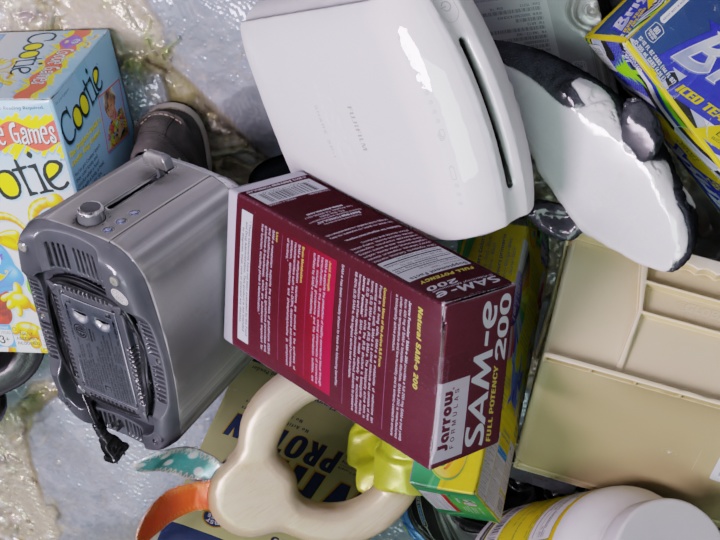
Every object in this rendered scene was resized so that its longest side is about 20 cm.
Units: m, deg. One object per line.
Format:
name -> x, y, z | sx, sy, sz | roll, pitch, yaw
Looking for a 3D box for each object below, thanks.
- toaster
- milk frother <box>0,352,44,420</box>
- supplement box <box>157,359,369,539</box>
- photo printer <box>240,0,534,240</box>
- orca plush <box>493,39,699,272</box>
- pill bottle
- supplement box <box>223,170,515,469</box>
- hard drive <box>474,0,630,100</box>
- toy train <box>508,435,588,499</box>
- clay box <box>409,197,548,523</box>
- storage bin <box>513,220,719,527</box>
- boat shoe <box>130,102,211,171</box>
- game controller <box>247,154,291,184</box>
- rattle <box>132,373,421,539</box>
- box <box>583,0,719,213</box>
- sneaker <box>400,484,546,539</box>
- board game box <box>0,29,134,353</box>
toaster -> -0.133, 0.021, 1.209 | 0.113, 0.129, 0.200 | 18, 134, 33
milk frother -> -0.339, 0.066, 1.342 | 0.180, 0.200, 0.188 | -15, 118, 21
supplement box -> -0.069, 0.203, 1.337 | 0.134, 0.200, 0.200 | 21, 134, 2
photo printer -> 0.020, -0.098, 1.126 | 0.200, 0.069, 0.167 | 4, 119, 57
orca plush -> 0.133, -0.080, 1.129 | 0.200, 0.071, 0.105 | 32, 121, 20
pill bottle -> 0.158, 0.204, 1.238 | 0.112, 0.113, 0.200 | 38, 158, -10
supplement box -> 0.000, 0.025, 1.116 | 0.200, 0.061, 0.109 | 30, 125, 43
hard drive -> 0.083, -0.166, 1.150 | 0.139, 0.038, 0.200 | -5, 123, 20
toy train -> 0.137, 0.142, 1.341 | 0.199, 0.046, 0.034 | 16, 126, 8
clay box -> 0.081, 0.053, 1.191 | 0.047, 0.201, 0.115 | 8, 165, 14
storage bin -> 0.208, 0.078, 1.193 | 0.198, 0.094, 0.200 | 15, 154, 6
boat shoe -> -0.119, -0.020, 1.301 | 0.067, 0.057, 0.200 | -5, 122, 20
game controller -> 0.000, 0.000, 1.296 | 0.104, 0.042, 0.200 | -9, 121, 39
rattle -> -0.057, 0.116, 1.241 | 0.199, 0.143, 0.130 | -22, 119, 1
box -> 0.227, -0.088, 1.125 | 0.070, 0.064, 0.200 | -43, 109, -6
sneaker -> 0.124, 0.204, 1.371 | 0.199, 0.071, 0.083 | 31, 133, -1
board game box -> -0.215, -0.053, 1.279 | 0.103, 0.105, 0.201 | 1, 123, 18
